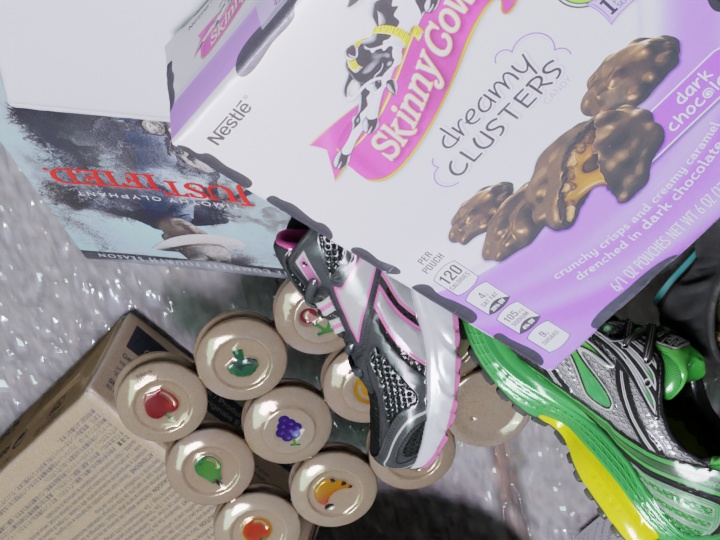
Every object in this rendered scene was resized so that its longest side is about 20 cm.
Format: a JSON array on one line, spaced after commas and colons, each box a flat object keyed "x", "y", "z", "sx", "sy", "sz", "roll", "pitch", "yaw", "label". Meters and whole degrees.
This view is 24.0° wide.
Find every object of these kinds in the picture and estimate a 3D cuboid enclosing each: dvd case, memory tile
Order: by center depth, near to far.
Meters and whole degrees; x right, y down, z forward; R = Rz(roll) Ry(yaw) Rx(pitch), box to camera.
[{"x": -0.104, "y": -0.054, "z": 0.846, "sx": 0.144, "sy": 0.022, "sz": 0.200, "roll": 6, "pitch": 155, "yaw": 15, "label": "dvd case"}, {"x": -0.018, "y": 0.072, "z": 0.918, "sx": 0.199, "sy": 0.017, "sz": 0.154, "roll": -29, "pitch": 117, "yaw": 7, "label": "memory tile"}]

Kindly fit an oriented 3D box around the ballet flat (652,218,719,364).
[{"x": 0.183, "y": -0.008, "z": 0.763, "sx": 0.068, "sy": 0.068, "sz": 0.200, "roll": 48, "pitch": 167, "yaw": 19, "label": "ballet flat"}]

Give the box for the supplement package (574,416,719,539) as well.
[{"x": 0.205, "y": 0.160, "z": 0.900, "sx": 0.109, "sy": 0.114, "sz": 0.200, "roll": 32, "pitch": 130, "yaw": -9, "label": "supplement package"}]

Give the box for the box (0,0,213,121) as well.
[{"x": -0.089, "y": -0.186, "z": 0.694, "sx": 0.105, "sy": 0.153, "sz": 0.201, "roll": 6, "pitch": 129, "yaw": 14, "label": "box"}]

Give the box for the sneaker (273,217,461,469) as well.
[{"x": 0.000, "y": 0.000, "z": 0.836, "sx": 0.085, "sy": 0.080, "sz": 0.202, "roll": -5, "pitch": 105, "yaw": -6, "label": "sneaker"}]

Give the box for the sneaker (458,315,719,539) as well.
[{"x": 0.123, "y": 0.044, "z": 0.832, "sx": 0.200, "sy": 0.078, "sz": 0.085, "roll": 49, "pitch": 125, "yaw": 14, "label": "sneaker"}]

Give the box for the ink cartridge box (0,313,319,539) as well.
[{"x": -0.140, "y": 0.142, "z": 1.036, "sx": 0.164, "sy": 0.075, "sz": 0.200, "roll": 39, "pitch": 129, "yaw": -15, "label": "ink cartridge box"}]

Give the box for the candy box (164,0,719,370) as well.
[{"x": 0.052, "y": -0.075, "z": 0.645, "sx": 0.199, "sy": 0.072, "sz": 0.168, "roll": 30, "pitch": 119, "yaw": -28, "label": "candy box"}]
